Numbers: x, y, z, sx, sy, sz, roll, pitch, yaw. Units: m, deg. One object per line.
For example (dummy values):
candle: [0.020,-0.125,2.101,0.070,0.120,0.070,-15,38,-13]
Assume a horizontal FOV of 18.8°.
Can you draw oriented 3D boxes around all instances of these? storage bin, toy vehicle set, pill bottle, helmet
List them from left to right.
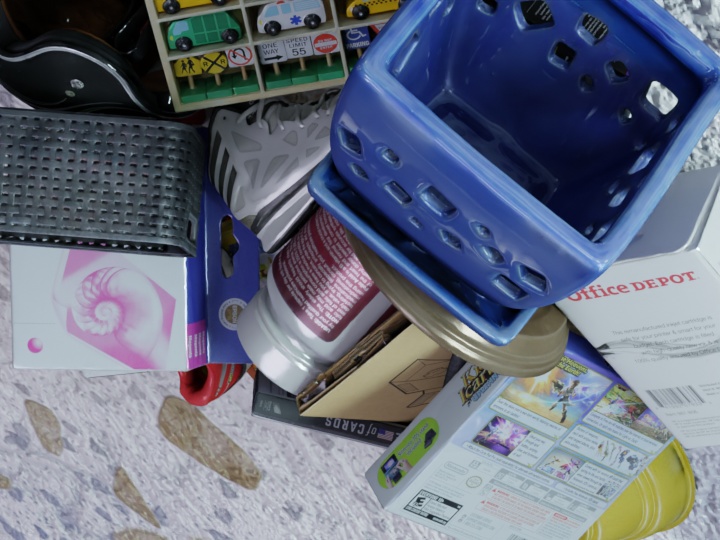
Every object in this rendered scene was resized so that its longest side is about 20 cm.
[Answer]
storage bin: [-0.223,-0.066,1.646,0.199,0.094,0.135,5,176,2]
helmet: [-0.208,-0.204,1.668,0.190,0.200,0.200,16,139,31]
toy vehicle set: [-0.050,-0.186,1.570,0.199,0.027,0.124,-10,132,4]
pill bottle: [0.000,0.000,1.684,0.114,0.114,0.200,42,116,-1]

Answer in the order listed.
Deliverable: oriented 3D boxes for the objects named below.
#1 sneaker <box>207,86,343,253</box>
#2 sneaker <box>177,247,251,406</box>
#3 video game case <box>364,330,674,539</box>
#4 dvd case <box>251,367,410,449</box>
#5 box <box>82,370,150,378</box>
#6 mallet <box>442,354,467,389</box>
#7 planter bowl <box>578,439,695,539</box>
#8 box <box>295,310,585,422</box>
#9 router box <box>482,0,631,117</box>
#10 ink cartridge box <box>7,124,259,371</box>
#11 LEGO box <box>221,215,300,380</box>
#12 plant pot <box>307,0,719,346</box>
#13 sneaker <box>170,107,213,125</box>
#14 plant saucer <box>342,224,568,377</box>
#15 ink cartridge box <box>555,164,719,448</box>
sneaker: [-0.051,-0.114,1.670,0.115,0.076,0.201,44,120,2]
sneaker: [-0.148,0.033,1.828,0.077,0.085,0.200,10,135,38]
video game case: [0.131,0.132,1.659,0.200,0.181,0.045,27,-158,-42]
dvd case: [0.008,0.123,1.807,0.200,0.025,0.150,14,-175,-4]
box: [-0.215,-0.020,1.879,0.060,0.200,0.117,-6,133,3]
mallet: [0.075,0.113,1.666,0.066,0.041,0.200,15,135,-8]
planter bowl: [0.170,0.172,1.808,0.200,0.083,0.201,27,145,21]
box: [0.074,0.074,1.691,0.163,0.200,0.021,-41,54,41]
router box: [0.120,-0.121,1.553,0.149,0.051,0.200,32,146,11]
ink cartridge box: [-0.181,-0.018,1.745,0.199,0.043,0.197,0,97,4]
LEGO box: [-0.059,0.004,1.853,0.149,0.077,0.200,51,146,-14]
plant pot: [0.092,-0.085,1.410,0.200,0.200,0.180,38,147,2]
sneaker: [-0.228,-0.146,1.821,0.200,0.113,0.071,22,142,27]
plant saucer: [0.073,-0.009,1.533,0.200,0.200,0.029,42,118,0]
ink cartridge box: [0.242,0.028,1.529,0.144,0.084,0.200,-12,132,44]
